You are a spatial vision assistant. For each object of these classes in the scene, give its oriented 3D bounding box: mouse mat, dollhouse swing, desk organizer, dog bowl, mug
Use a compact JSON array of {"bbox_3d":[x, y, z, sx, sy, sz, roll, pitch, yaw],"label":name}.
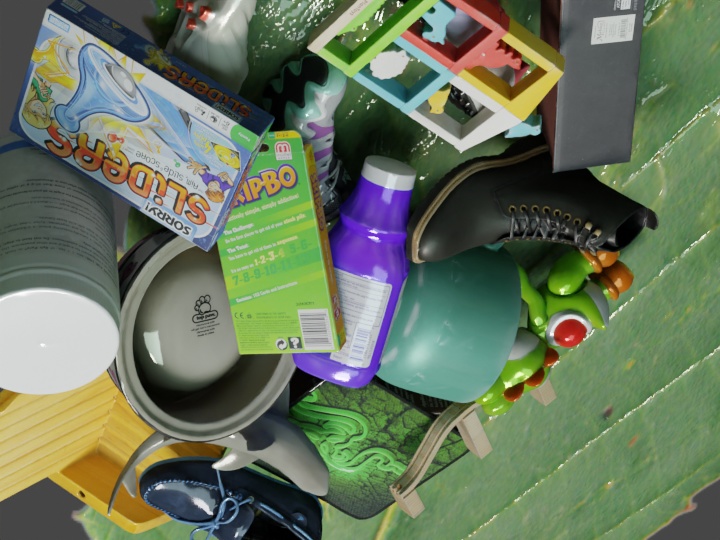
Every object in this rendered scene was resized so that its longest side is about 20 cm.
[{"bbox_3d":[-0.004,0.175,1.634,0.161,0.008,0.200,-38,129,24],"label":"mouse mat"},{"bbox_3d":[-0.249,0.177,1.591,0.181,0.176,0.201,33,129,8],"label":"dollhouse swing"},{"bbox_3d":[0.193,-0.187,1.411,0.071,0.077,0.201,-8,135,-5],"label":"desk organizer"},{"bbox_3d":[-0.147,0.047,1.478,0.199,0.074,0.201,-11,108,-35],"label":"dog bowl"},{"bbox_3d":[0.065,0.022,1.554,0.114,0.186,0.152,15,161,-24],"label":"mug"}]

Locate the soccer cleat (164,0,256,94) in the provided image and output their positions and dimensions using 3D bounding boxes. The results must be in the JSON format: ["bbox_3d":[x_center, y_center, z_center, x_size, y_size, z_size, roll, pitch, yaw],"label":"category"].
[{"bbox_3d":[-0.118,-0.190,1.359,0.077,0.070,0.200,7,137,-30],"label":"soccer cleat"}]

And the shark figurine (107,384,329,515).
[{"bbox_3d":[-0.127,0.161,1.523,0.213,0.090,0.129,-2,106,-14],"label":"shark figurine"}]

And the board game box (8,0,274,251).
[{"bbox_3d":[-0.182,-0.120,1.358,0.199,0.035,0.136,31,130,3],"label":"board game box"}]

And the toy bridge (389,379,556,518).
[{"bbox_3d":[0.108,0.154,1.623,0.200,0.027,0.067,-39,130,-14],"label":"toy bridge"}]

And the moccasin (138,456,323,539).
[{"bbox_3d":[-0.119,0.232,1.615,0.199,0.068,0.081,14,133,-25],"label":"moccasin"}]

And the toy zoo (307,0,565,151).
[{"bbox_3d":[0.073,-0.169,1.352,0.199,0.021,0.131,31,137,-23],"label":"toy zoo"}]

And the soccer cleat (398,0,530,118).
[{"bbox_3d":[0.080,-0.219,1.377,0.073,0.068,0.200,-37,130,-9],"label":"soccer cleat"}]

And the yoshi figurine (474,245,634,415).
[{"bbox_3d":[0.164,0.047,1.601,0.112,0.112,0.200,42,80,2],"label":"yoshi figurine"}]

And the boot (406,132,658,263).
[{"bbox_3d":[0.150,-0.042,1.440,0.200,0.138,0.078,-34,143,-30],"label":"boot"}]

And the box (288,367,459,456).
[{"bbox_3d":[-0.005,0.127,1.661,0.199,0.100,0.075,4,133,-15],"label":"box"}]

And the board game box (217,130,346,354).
[{"bbox_3d":[-0.075,-0.024,1.412,0.095,0.030,0.201,-2,115,19],"label":"board game box"}]

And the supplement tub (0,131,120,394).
[{"bbox_3d":[-0.270,-0.011,1.400,0.131,0.201,0.132,-6,134,-6],"label":"supplement tub"}]

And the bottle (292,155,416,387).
[{"bbox_3d":[0.000,0.000,1.458,0.083,0.065,0.201,18,109,8],"label":"bottle"}]

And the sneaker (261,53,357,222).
[{"bbox_3d":[-0.033,-0.102,1.456,0.139,0.078,0.200,19,137,-29],"label":"sneaker"}]
